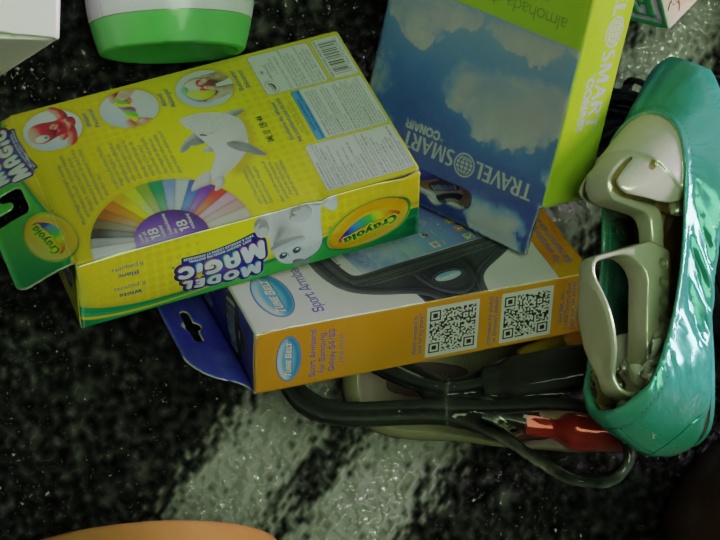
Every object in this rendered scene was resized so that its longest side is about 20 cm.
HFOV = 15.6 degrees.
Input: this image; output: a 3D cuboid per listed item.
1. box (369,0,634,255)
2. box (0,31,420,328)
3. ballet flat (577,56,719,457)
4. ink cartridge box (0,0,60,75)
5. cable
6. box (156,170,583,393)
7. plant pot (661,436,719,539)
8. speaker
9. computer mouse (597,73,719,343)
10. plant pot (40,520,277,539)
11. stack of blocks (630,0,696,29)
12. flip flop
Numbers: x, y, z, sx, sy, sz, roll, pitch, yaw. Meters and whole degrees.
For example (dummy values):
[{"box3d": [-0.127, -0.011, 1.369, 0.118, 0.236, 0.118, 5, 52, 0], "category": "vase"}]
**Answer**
[{"box3d": [0.070, -0.124, 1.281, 0.048, 0.122, 0.201, -13, 122, -50], "category": "box"}, {"box3d": [-0.083, -0.042, 1.261, 0.199, 0.049, 0.118, -14, 46, -16], "category": "box"}, {"box3d": [0.137, -0.013, 1.250, 0.070, 0.067, 0.201, 15, 72, -40], "category": "ballet flat"}, {"box3d": [-0.192, -0.196, 1.224, 0.082, 0.147, 0.201, 3, 86, -20], "category": "ink cartridge box"}, {"box3d": [0.061, 0.068, 1.301, 0.199, 0.050, 0.098, -7, 75, 6], "category": "cable"}, {"box3d": [0.000, 0.000, 1.288, 0.199, 0.119, 0.042, -9, 125, -20], "category": "box"}, {"box3d": [0.234, 0.135, 1.310, 0.186, 0.200, 0.188, 1, 86, -18], "category": "plant pot"}, {"box3d": [-0.097, -0.206, 1.289, 0.088, 0.088, 0.201, -1, 86, -18], "category": "speaker"}, {"box3d": [0.192, -0.007, 1.356, 0.053, 0.138, 0.200, -44, 111, -24], "category": "computer mouse"}, {"box3d": [-0.099, 0.200, 1.211, 0.199, 0.200, 0.141, 0, 70, -18], "category": "plant pot"}, {"box3d": [0.180, -0.233, 1.350, 0.200, 0.058, 0.116, -45, 133, -28], "category": "stack of blocks"}, {"box3d": [0.089, 0.052, 1.344, 0.199, 0.058, 0.082, 1, 85, -18], "category": "flip flop"}]
